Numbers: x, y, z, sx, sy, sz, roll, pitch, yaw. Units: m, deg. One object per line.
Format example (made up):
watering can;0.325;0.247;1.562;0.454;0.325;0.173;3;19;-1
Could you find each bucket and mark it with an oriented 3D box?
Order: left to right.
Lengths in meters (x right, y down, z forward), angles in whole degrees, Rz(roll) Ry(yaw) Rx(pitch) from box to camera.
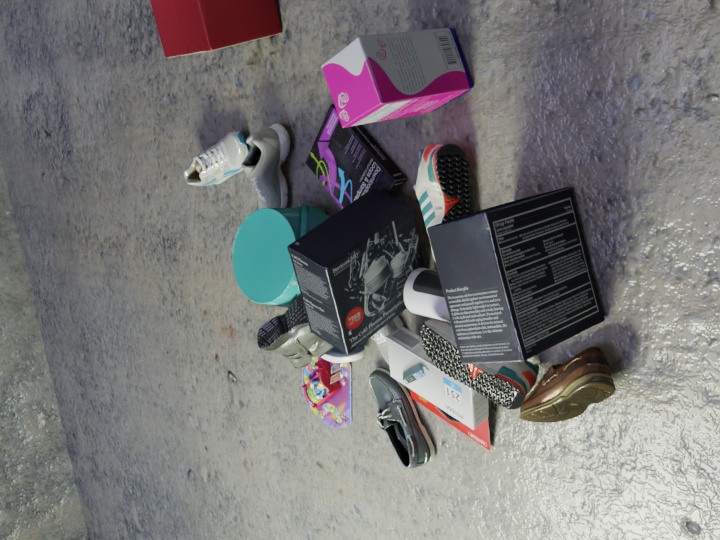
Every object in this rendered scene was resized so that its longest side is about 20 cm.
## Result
bucket;-0.136;-0.025;1.565;0.206;0.134;0.210;-2;88;40

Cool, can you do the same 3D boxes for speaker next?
speaker;0.165;0.048;1.325;0.199;0.081;0.082;12;113;47

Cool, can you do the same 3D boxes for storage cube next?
storage cube;-0.275;-0.511;1.545;0.170;0.199;0.182;8;116;46

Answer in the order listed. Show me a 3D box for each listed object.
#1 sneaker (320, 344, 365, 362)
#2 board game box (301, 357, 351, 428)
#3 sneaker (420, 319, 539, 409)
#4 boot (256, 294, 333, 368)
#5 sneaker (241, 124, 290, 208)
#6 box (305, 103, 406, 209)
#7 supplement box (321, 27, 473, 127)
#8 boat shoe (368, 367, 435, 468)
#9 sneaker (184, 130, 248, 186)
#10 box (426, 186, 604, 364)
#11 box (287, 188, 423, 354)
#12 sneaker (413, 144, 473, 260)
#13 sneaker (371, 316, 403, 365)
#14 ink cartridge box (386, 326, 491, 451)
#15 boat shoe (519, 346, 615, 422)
sneaker;-0.067;0.114;1.622;0.199;0.075;0.085;21;121;43
board game box;-0.085;0.236;1.712;0.157;0.039;0.202;21;118;43
sneaker;0.189;0.130;1.296;0.199;0.093;0.071;32;139;22
boot;-0.084;0.105;1.529;0.199;0.130;0.068;-32;51;23
sneaker;-0.197;-0.187;1.636;0.075;0.091;0.202;27;123;40
box;-0.012;-0.180;1.482;0.200;0.036;0.144;51;136;22
supplement box;0.057;-0.289;1.233;0.103;0.199;0.102;-20;88;50
boat shoe;0.065;0.275;1.537;0.201;0.061;0.073;60;141;16
sneaker;-0.306;-0.232;1.766;0.200;0.080;0.077;-33;77;48
box;0.219;0.005;1.157;0.123;0.199;0.201;-10;95;50
box;0.000;0.000;1.370;0.104;0.199;0.183;26;142;41
sneaker;0.129;-0.105;1.324;0.093;0.070;0.202;-152;52;-62
sneaker;0.017;0.089;1.502;0.075;0.091;0.202;-29;82;49
ink cartridge box;0.133;0.211;1.411;0.199;0.045;0.178;28;139;41
boat shoe;0.305;0.175;1.232;0.200;0.071;0.068;130;148;-54
